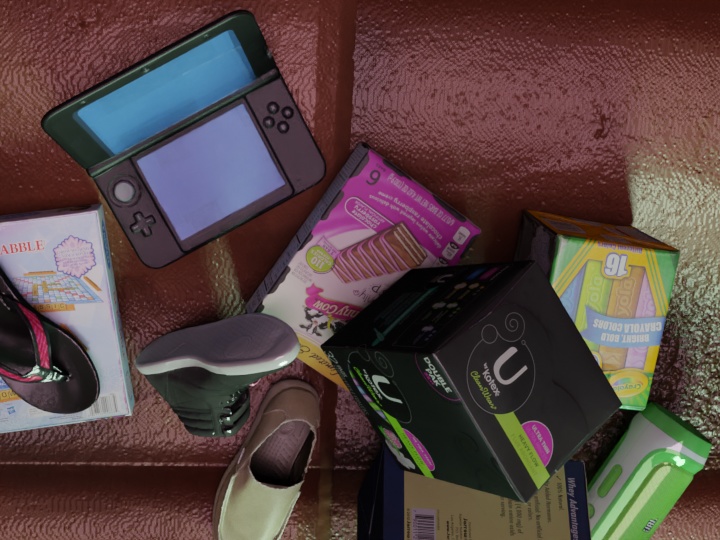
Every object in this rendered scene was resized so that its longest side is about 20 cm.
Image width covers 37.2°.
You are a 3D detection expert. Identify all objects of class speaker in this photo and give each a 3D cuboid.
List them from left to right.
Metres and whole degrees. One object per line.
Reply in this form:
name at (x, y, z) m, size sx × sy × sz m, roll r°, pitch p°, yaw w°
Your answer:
speaker at (0.271, 0.237, 1.095) m, size 0.088 × 0.088 × 0.201 m, roll 31°, pitch 97°, yaw -13°

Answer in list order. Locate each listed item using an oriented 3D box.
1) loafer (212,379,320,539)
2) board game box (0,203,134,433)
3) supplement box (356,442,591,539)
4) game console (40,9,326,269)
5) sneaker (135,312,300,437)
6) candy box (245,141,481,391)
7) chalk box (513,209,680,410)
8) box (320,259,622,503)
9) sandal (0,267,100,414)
loafer at (-0.094, 0.206, 1.048) m, size 0.075 × 0.068 × 0.202 m, roll 17°, pitch 100°, yaw -11°
board game box at (-0.325, 0.049, 0.996) m, size 0.198 × 0.041 × 0.201 m, roll -7°, pitch 104°, yaw -6°
supplement box at (0.104, 0.287, 1.010) m, size 0.198 × 0.135 × 0.201 m, roll 7°, pitch 57°, yaw -9°
game console at (-0.147, -0.107, 0.945) m, size 0.199 × 0.116 × 0.177 m, roll -28°, pitch 105°, yaw 0°
sneaker at (-0.113, 0.101, 0.987) m, size 0.199 × 0.071 × 0.100 m, roll -10°, pitch 122°, yaw 40°
candy box at (0.000, 0.000, 1.017) m, size 0.136 × 0.061 × 0.201 m, roll 34°, pitch 97°, yaw -14°
chalk box at (0.209, 0.058, 1.026) m, size 0.123 × 0.124 × 0.202 m, roll 7°, pitch 103°, yaw -9°
box at (0.086, 0.087, 0.898) m, size 0.124 × 0.200 × 0.149 m, roll -39°, pitch 106°, yaw -23°
sandal at (-0.314, 0.056, 0.954) m, size 0.075 × 0.045 × 0.200 m, roll -38°, pitch 105°, yaw 3°
